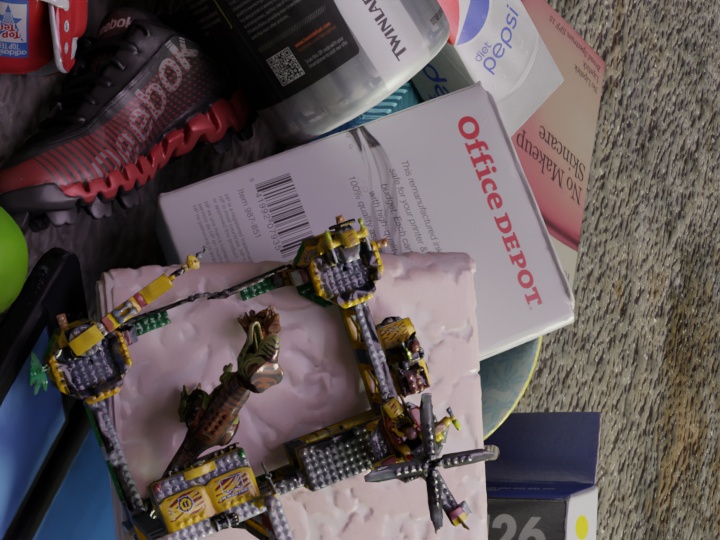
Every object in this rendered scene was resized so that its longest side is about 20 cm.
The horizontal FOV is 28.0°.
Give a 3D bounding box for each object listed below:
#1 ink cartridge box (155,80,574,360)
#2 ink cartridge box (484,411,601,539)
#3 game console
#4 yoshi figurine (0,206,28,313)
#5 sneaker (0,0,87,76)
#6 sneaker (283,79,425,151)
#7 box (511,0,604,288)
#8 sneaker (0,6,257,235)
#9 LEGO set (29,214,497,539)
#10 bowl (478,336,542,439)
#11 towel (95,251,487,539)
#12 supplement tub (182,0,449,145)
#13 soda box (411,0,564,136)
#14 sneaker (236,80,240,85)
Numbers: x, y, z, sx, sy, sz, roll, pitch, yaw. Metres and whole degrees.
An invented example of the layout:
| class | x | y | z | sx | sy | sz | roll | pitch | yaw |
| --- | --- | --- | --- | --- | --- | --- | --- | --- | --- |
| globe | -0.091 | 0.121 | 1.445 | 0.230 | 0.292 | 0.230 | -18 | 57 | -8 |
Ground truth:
| class | x | y | z | sx | sy | sz | roll | pitch | yaw |
| --- | --- | --- | --- | --- | --- | --- | --- | --- | --- |
| ink cartridge box | 0.000 | 0.000 | 0.822 | 0.198 | 0.084 | 0.146 | -20 | 84 | -12 |
| ink cartridge box | 0.052 | 0.187 | 0.904 | 0.047 | 0.196 | 0.202 | 17 | 72 | -50 |
| game console | -0.136 | 0.123 | 0.716 | 0.177 | 0.115 | 0.201 | 95 | 13 | -51 |
| yoshi figurine | -0.206 | -0.057 | 0.679 | 0.112 | 0.111 | 0.202 | -9 | 96 | -58 |
| sneaker | -0.171 | -0.169 | 0.710 | 0.200 | 0.071 | 0.113 | 76 | 28 | -70 |
| sneaker | 0.009 | -0.122 | 0.985 | 0.200 | 0.080 | 0.077 | -51 | 128 | -17 |
| box | 0.094 | -0.086 | 1.055 | 0.128 | 0.108 | 0.202 | 32 | 62 | -46 |
| sneaker | -0.138 | -0.088 | 0.795 | 0.200 | 0.070 | 0.099 | -39 | 117 | -49 |
| LEGO set | -0.044 | 0.061 | 0.659 | 0.198 | 0.116 | 0.155 | -12 | 93 | -17 |
| bowl | 0.007 | 0.030 | 0.916 | 0.198 | 0.108 | 0.202 | 2 | 79 | -8 |
| towel | -0.031 | 0.090 | 0.741 | 0.198 | 0.032 | 0.193 | -3 | 90 | -18 |
| supplement tub | -0.048 | -0.182 | 0.804 | 0.201 | 0.122 | 0.123 | 56 | 46 | -14 |
| soda box | 0.046 | -0.179 | 0.907 | 0.063 | 0.068 | 0.201 | -45 | 118 | -23 |
| sneaker | -0.024 | -0.163 | 0.941 | 0.200 | 0.073 | 0.119 | -26 | 100 | -40 |
